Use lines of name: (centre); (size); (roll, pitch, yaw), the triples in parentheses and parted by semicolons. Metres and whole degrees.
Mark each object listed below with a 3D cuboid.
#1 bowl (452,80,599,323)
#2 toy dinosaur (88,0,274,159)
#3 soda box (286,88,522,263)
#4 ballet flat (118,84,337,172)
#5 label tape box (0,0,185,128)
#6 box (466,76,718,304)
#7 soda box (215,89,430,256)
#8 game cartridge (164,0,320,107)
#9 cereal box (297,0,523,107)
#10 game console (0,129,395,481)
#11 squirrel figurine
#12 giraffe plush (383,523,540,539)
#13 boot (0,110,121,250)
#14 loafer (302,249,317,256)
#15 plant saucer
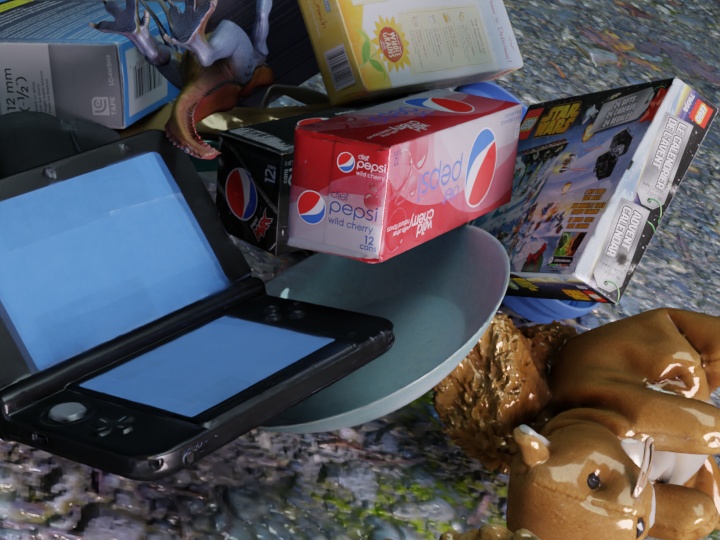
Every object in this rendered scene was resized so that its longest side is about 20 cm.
bowl: (0.120, -0.052, 1.153); (0.200, 0.039, 0.202); (37, 37, -34)
toy dinosaur: (-0.103, -0.130, 0.981); (0.104, 0.202, 0.181); (-8, -19, 18)
soda box: (0.032, -0.062, 0.895); (0.063, 0.071, 0.200); (14, 19, 24)
ballet flat: (-0.082, -0.104, 1.080); (0.197, 0.069, 0.064); (4, 72, 2)
label tape box: (-0.232, -0.153, 1.080); (0.198, 0.067, 0.143); (2, 21, 17)
box: (0.136, -0.049, 0.965); (0.040, 0.138, 0.200); (31, -8, -17)
soda box: (-0.003, -0.069, 0.993); (0.199, 0.072, 0.063); (-17, 30, -43)
game cartridge: (-0.071, -0.195, 1.144); (0.129, 0.199, 0.039); (34, 44, -36)
cereal box: (0.031, -0.201, 1.076); (0.199, 0.039, 0.145); (-16, 87, -50)
game console: (-0.106, 0.007, 0.786); (0.175, 0.118, 0.199); (10, 24, 38)
squirrel figurine: (0.124, 0.104, 0.898); (0.199, 0.143, 0.186); (23, 33, 28)
giraffe plush: (0.070, 0.181, 0.664); (0.161, 0.174, 0.201); (12, 48, 31)
boot: (-0.205, -0.039, 0.901); (0.164, 0.066, 0.201); (23, 29, -34)
loafer: (0.000, 0.000, 1.026); (0.069, 0.076, 0.200); (-9, 30, -26)
plant saucer: (0.000, 0.041, 0.882); (0.199, 0.039, 0.202); (-19, 28, 10)
